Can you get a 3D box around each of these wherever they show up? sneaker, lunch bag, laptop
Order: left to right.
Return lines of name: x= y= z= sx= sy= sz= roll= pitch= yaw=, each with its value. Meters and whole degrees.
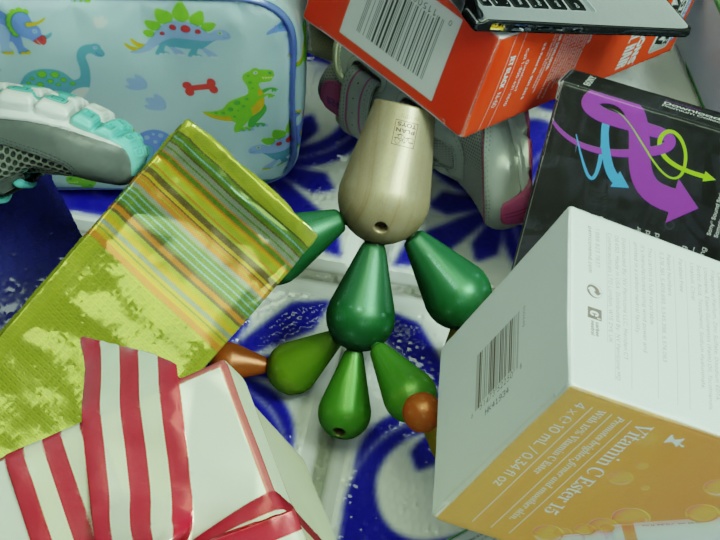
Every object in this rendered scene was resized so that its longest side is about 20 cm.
sneaker: x=-0.199 y=-0.049 z=1.123 sx=0.199 sy=0.078 sz=0.092 roll=8 pitch=94 yaw=13
lunch bag: x=-0.124 y=-0.116 z=1.187 sx=0.199 sy=0.161 sz=0.083 roll=0 pitch=54 yaw=0
sneaker: x=0.028 y=-0.090 z=1.229 sx=0.088 sy=0.082 sz=0.200 roll=-21 pitch=50 yaw=-14
laptop: x=0.055 y=-0.212 z=1.102 sx=0.199 sy=0.116 sz=0.188 roll=-1 pitch=41 yaw=-31

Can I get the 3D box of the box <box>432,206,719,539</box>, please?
box: x=0.149 y=0.072 z=1.039 sx=0.199 sy=0.124 sz=0.098 roll=19 pitch=50 yaw=-18

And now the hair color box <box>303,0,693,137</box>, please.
hair color box: x=0.078 y=-0.143 z=1.181 sx=0.111 sy=0.064 sz=0.200 roll=39 pitch=38 yaw=23

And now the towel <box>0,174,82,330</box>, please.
towel: x=-0.222 y=0.037 z=1.148 sx=0.199 sy=0.050 sz=0.148 roll=-23 pitch=68 yaw=-18

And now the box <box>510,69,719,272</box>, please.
box: x=0.176 y=-0.002 z=1.132 sx=0.199 sy=0.144 sz=0.036 roll=18 pitch=21 yaw=10

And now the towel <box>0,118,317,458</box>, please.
towel: x=-0.114 y=0.030 z=1.070 sx=0.086 sy=0.018 sz=0.200 roll=39 pitch=82 yaw=9

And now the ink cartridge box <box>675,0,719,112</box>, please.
ink cartridge box: x=0.278 y=-0.150 z=1.268 sx=0.199 sy=0.084 sz=0.145 roll=-11 pitch=55 yaw=-8

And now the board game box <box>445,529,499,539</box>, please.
board game box: x=0.082 y=0.209 z=1.035 sx=0.152 sy=0.040 sz=0.200 roll=-25 pitch=59 yaw=-18

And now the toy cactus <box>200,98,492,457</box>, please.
toy cactus: x=0.000 y=0.000 z=1.122 sx=0.199 sy=0.102 sz=0.166 roll=12 pitch=91 yaw=4

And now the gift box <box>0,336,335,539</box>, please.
gift box: x=-0.097 y=0.146 z=0.947 sx=0.184 sy=0.187 sz=0.201 roll=-28 pitch=71 yaw=1
